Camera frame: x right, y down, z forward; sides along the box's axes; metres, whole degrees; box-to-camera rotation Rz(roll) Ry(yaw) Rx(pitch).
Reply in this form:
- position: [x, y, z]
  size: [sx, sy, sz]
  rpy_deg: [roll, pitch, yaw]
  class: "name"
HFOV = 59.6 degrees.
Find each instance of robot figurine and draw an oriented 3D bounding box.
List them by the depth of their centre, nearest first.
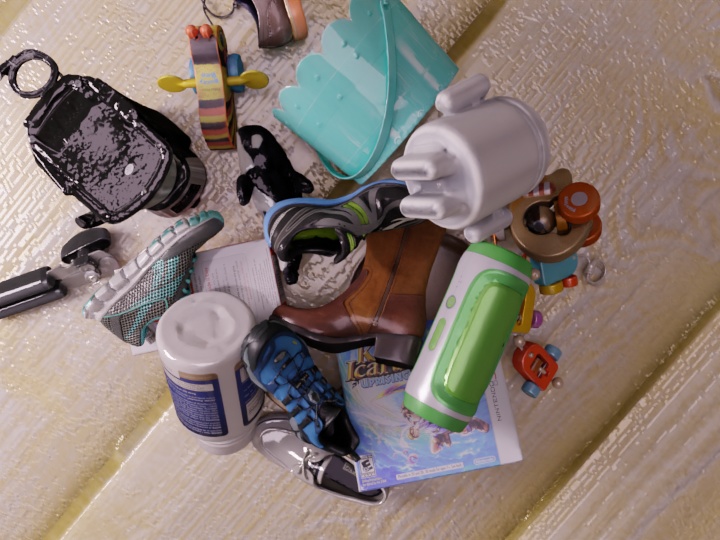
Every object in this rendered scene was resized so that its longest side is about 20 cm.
- position: [0.125, -0.118, 0.671]
  size: [0.199, 0.112, 0.172]
  rpy_deg: [-27, 116, -32]
  class: "robot figurine"

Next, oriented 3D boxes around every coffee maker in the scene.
- position: [-0.278, -0.150, 0.728]
  size: [0.133, 0.200, 0.194]
  rpy_deg: [-25, 95, 0]
  class: "coffee maker"

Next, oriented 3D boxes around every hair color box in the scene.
- position: [-0.200, 0.031, 0.807]
  size: [0.197, 0.064, 0.113]
  rpy_deg: [-11, 93, 0]
  class: "hair color box"

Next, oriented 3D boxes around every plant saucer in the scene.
- position: [0.079, 0.046, 0.821]
  size: [0.197, 0.032, 0.203]
  rpy_deg: [0, 93, 0]
  class: "plant saucer"

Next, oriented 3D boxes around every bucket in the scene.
- position: [0.007, -0.209, 0.728]
  size: [0.134, 0.207, 0.208]
  rpy_deg: [40, 93, -7]
  class: "bucket"

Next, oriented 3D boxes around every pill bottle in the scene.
- position: [-0.171, 0.131, 0.749]
  size: [0.109, 0.112, 0.202]
  rpy_deg: [3, 134, 0]
  class: "pill bottle"

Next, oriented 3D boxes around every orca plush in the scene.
- position: [-0.092, -0.086, 0.763]
  size: [0.070, 0.105, 0.203]
  rpy_deg: [-16, 78, 29]
  class: "orca plush"

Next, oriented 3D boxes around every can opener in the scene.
- position: [-0.409, 0.010, 0.821]
  size: [0.198, 0.053, 0.067]
  rpy_deg: [-23, 59, 0]
  class: "can opener"

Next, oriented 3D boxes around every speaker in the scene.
- position: [0.120, 0.072, 0.704]
  size: [0.088, 0.088, 0.202]
  rpy_deg: [24, 88, -1]
  class: "speaker"

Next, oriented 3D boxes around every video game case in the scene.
- position: [0.079, 0.156, 0.766]
  size: [0.197, 0.045, 0.184]
  rpy_deg: [-11, 75, 1]
  class: "video game case"

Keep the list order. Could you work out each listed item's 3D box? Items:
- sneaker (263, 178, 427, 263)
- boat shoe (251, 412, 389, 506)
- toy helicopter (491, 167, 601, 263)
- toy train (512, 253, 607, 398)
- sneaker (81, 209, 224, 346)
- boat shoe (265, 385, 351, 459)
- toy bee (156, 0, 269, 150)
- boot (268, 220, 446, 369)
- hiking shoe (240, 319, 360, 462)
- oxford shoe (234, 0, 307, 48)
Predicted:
- position: [-0.010, -0.048, 0.716]
  size: [0.197, 0.071, 0.083]
  rpy_deg: [-12, 52, -10]
  class: "sneaker"
- position: [-0.053, 0.250, 0.816]
  size: [0.198, 0.066, 0.073]
  rpy_deg: [29, 94, -1]
  class: "boat shoe"
- position: [0.192, -0.090, 0.768]
  size: [0.131, 0.079, 0.201]
  rpy_deg: [-33, 59, 6]
  class: "toy helicopter"
- position: [0.230, 0.050, 0.808]
  size: [0.150, 0.055, 0.201]
  rpy_deg: [38, 77, -26]
  class: "toy train"
- position: [-0.229, 0.010, 0.749]
  size: [0.199, 0.078, 0.091]
  rpy_deg: [-40, 107, 5]
  class: "sneaker"
- position: [-0.029, 0.178, 0.812]
  size: [0.199, 0.072, 0.072]
  rpy_deg: [35, 94, 5]
  class: "boat shoe"
- position: [-0.190, -0.252, 0.769]
  size: [0.130, 0.109, 0.202]
  rpy_deg: [-24, 93, 4]
  class: "toy bee"
- position: [0.000, 0.000, 0.758]
  size: [0.186, 0.069, 0.203]
  rpy_deg: [10, 73, 11]
  class: "boot"
- position: [-0.057, 0.131, 0.696]
  size: [0.075, 0.086, 0.201]
  rpy_deg: [-50, 133, -24]
  class: "hiking shoe"
- position: [-0.133, -0.375, 0.773]
  size: [0.072, 0.071, 0.202]
  rpy_deg: [-23, 93, -10]
  class: "oxford shoe"
